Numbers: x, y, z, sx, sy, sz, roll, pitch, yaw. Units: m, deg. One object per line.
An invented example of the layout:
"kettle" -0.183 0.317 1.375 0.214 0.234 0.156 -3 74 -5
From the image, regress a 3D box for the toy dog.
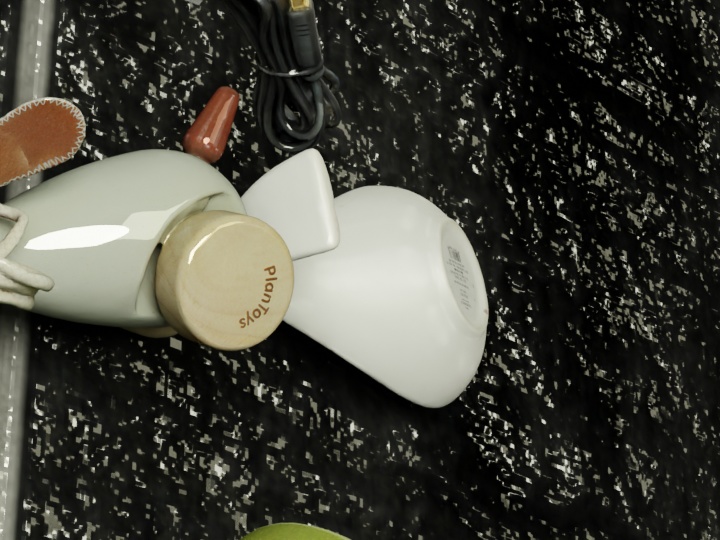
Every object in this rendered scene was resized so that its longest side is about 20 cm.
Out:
"toy dog" -0.109 -0.032 0.789 0.200 0.131 0.097 15 84 -53

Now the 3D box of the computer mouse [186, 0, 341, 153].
"computer mouse" -0.090 -0.128 0.843 0.044 0.110 0.200 -44 65 -12

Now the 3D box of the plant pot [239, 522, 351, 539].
"plant pot" -0.069 0.204 0.695 0.199 0.187 0.188 -23 91 -34

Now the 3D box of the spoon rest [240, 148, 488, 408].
"spoon rest" 0.000 0.000 0.915 0.200 0.060 0.100 30 46 -64
